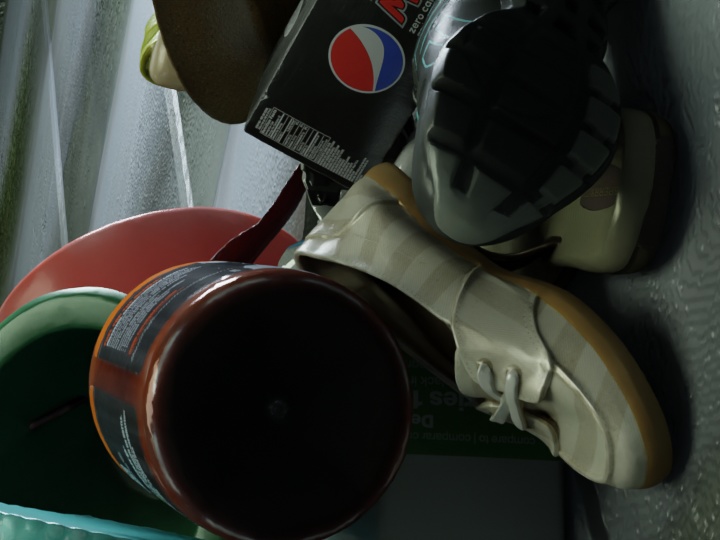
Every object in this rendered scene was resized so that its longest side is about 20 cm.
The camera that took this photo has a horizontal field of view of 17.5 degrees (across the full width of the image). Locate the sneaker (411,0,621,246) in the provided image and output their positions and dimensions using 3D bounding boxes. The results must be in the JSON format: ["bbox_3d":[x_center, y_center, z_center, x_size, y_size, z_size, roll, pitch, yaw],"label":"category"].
[{"bbox_3d":[0.056,-0.070,0.885,0.079,0.075,0.200,-48,14,42],"label":"sneaker"}]

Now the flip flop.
[{"bbox_3d":[0.067,-0.028,0.936,0.200,0.057,0.081,179,95,-75],"label":"flip flop"}]

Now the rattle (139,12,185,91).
[{"bbox_3d":[-0.037,-0.182,1.216,0.130,0.142,0.201,-5,-70,-81],"label":"rattle"}]

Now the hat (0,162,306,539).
[{"bbox_3d":[-0.085,0.074,1.181,0.200,0.176,0.166,-43,78,25],"label":"hat"}]

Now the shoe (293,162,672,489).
[{"bbox_3d":[0.044,0.028,0.900,0.200,0.053,0.070,42,154,43],"label":"shoe"}]

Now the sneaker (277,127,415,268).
[{"bbox_3d":[0.000,0.000,1.092,0.087,0.075,0.200,37,132,23],"label":"sneaker"}]

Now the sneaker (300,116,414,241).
[{"bbox_3d":[0.002,-0.019,1.183,0.091,0.066,0.200,-76,-8,-51],"label":"sneaker"}]

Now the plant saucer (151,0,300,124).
[{"bbox_3d":[-0.045,-0.169,1.107,0.200,0.035,0.201,2,-90,-69],"label":"plant saucer"}]

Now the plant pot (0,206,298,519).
[{"bbox_3d":[-0.090,0.095,1.280,0.201,0.200,0.178,108,150,-43],"label":"plant pot"}]

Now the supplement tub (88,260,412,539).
[{"bbox_3d":[-0.053,0.048,0.954,0.200,0.107,0.107,-172,86,-75],"label":"supplement tub"}]

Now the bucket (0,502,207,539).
[{"bbox_3d":[-0.107,0.171,0.952,0.207,0.207,0.135,171,110,-75],"label":"bucket"}]

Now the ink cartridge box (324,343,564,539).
[{"bbox_3d":[0.027,0.142,0.993,0.147,0.083,0.201,139,133,-69],"label":"ink cartridge box"}]

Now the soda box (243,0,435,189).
[{"bbox_3d":[0.023,-0.135,1.003,0.200,0.063,0.071,-57,11,33],"label":"soda box"}]
